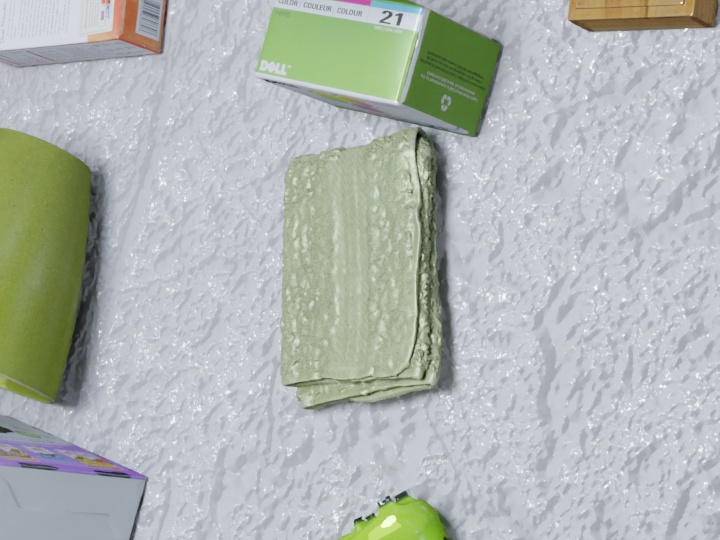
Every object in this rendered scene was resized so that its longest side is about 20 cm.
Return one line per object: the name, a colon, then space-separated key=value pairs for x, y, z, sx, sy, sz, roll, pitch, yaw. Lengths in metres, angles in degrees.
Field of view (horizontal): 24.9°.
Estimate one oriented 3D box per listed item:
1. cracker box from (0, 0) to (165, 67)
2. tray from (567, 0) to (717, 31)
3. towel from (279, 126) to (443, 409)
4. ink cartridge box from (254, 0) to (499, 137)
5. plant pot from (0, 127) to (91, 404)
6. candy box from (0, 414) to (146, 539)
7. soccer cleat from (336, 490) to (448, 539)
cracker box: x=-0.260 y=-0.260 z=1.469 sx=0.199 sy=0.058 sz=0.135 roll=2 pitch=83 yaw=37
tray: x=0.203 y=-0.268 z=1.122 sx=0.098 sy=0.037 sz=0.202 roll=4 pitch=84 yaw=38
towel: x=0.000 y=0.000 z=1.235 sx=0.148 sy=0.036 sz=0.202 roll=-10 pitch=77 yaw=37
ink cartridge box: x=-0.018 y=-0.164 z=1.172 sx=0.147 sy=0.199 sz=0.076 roll=17 pitch=93 yaw=39
plant pot: x=-0.312 y=-0.013 z=1.411 sx=0.186 sy=0.187 sz=0.201 roll=12 pitch=75 yaw=38
candy box: x=-0.309 y=0.171 z=1.363 sx=0.199 sy=0.167 sz=0.072 roll=16 pitch=90 yaw=39
soccer cleat: x=-0.014 y=0.239 z=1.191 sx=0.200 sy=0.067 sz=0.081 roll=-39 pitch=74 yaw=26
